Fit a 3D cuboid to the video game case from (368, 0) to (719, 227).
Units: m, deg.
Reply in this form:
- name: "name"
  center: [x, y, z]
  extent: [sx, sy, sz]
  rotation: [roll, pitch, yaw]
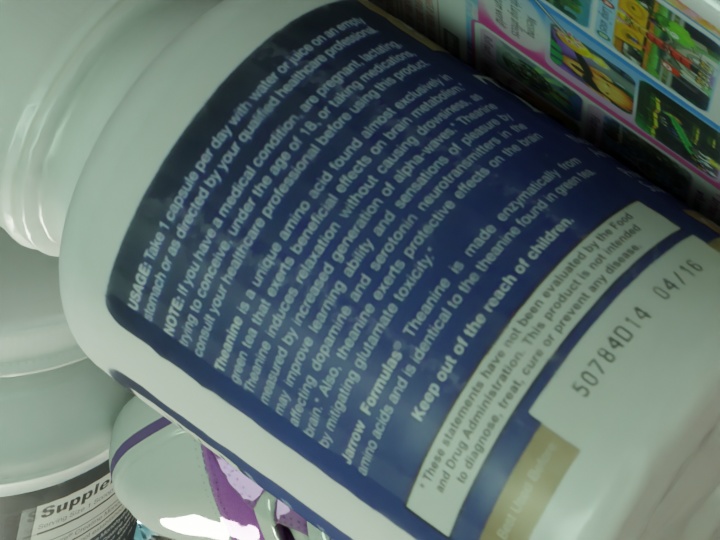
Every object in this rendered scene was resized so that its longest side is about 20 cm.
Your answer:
- name: "video game case"
  center: [0.049, -0.056, 0.642]
  extent: [0.182, 0.024, 0.200]
  rotation: [36, 171, 10]

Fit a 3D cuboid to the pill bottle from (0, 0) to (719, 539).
- name: "pill bottle"
  center: [0.000, 0.000, 0.679]
  extent: [0.200, 0.111, 0.111]
  rotation: [34, 136, 21]

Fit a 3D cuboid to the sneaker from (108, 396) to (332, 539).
- name: "sneaker"
  center: [0.022, 0.081, 0.731]
  extent: [0.200, 0.115, 0.073]
  rotation: [0, 147, 17]

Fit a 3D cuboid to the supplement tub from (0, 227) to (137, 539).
- name: "supplement tub"
  center: [-0.128, 0.041, 0.841]
  extent: [0.140, 0.140, 0.200]
  rotation: [31, 135, 15]
